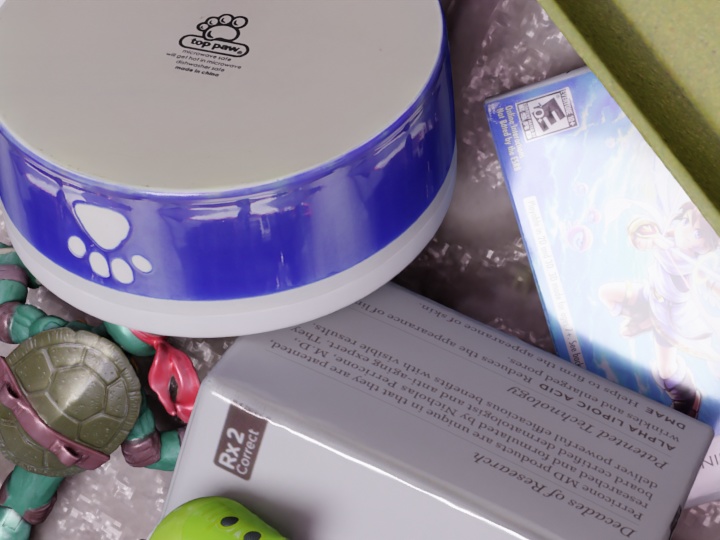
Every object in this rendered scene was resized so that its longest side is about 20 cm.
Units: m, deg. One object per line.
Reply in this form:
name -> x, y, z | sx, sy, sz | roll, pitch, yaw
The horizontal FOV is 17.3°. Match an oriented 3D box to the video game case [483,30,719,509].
video game case -> 0.168, -0.007, 1.040 | 0.180, 0.045, 0.201 | -17, 92, 13

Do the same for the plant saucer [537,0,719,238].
plant saucer -> 0.194, -0.115, 0.974 | 0.200, 0.048, 0.200 | -37, 62, 5

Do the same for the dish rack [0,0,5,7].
dish rack -> -0.180, -0.197, 1.088 | 0.171, 0.044, 0.201 | 21, 102, 19

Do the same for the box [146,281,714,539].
box -> 0.018, 0.132, 1.016 | 0.199, 0.131, 0.200 | 24, 123, 10

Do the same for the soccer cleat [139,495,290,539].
soccer cleat -> -0.034, 0.184, 0.938 | 0.081, 0.067, 0.201 | 15, 127, 52

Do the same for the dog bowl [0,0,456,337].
dog bowl -> -0.059, -0.068, 1.003 | 0.199, 0.201, 0.079 | 7, 135, 12

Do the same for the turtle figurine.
turtle figurine -> -0.137, 0.054, 1.096 | 0.200, 0.101, 0.150 | -41, 86, 20
